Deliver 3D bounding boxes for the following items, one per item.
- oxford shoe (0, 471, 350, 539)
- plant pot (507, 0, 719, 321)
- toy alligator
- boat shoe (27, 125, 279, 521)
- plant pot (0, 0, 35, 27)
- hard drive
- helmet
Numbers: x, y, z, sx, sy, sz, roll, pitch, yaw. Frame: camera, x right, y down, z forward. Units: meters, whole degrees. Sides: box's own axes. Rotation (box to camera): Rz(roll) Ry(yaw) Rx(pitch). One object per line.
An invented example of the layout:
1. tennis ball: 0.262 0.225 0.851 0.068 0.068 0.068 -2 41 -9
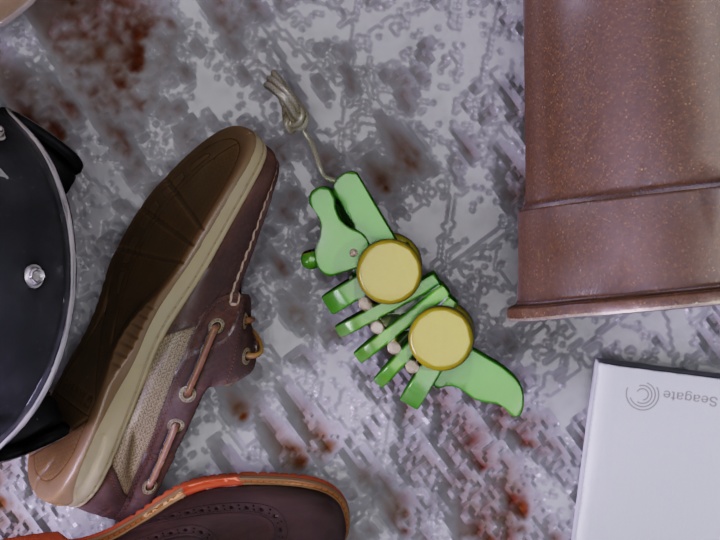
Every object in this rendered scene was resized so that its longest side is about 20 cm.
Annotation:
1. oxford shoe: -0.092 0.150 1.272 0.200 0.073 0.071 -17 117 -14
2. plant pot: 0.154 -0.085 1.214 0.200 0.200 0.199 -6 89 2
3. toy alligator: 0.000 0.000 1.286 0.054 0.059 0.200 -38 92 3
4. boat shoe: -0.083 0.029 1.293 0.072 0.072 0.200 25 93 -30
5. plant pot: -0.234 -0.207 1.233 0.200 0.200 0.135 -9 57 2
6. hard drive: 0.165 0.150 1.307 0.132 0.027 0.200 7 93 1
7. helmet: -0.211 0.005 1.214 0.200 0.191 0.200 -1 86 11
